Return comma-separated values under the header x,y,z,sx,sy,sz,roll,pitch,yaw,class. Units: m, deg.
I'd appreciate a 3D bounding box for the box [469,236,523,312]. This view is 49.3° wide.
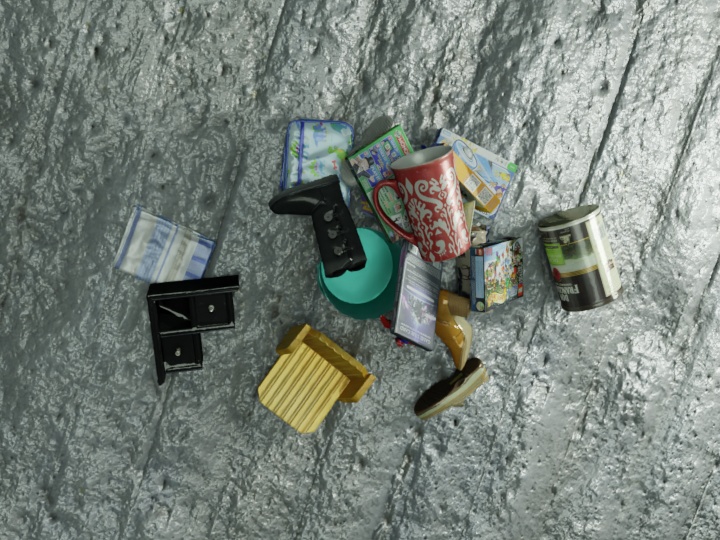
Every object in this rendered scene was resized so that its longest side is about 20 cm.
x,y,z,sx,sy,sz,roll,pitch,yaw,class
0.306,0.006,1.750,0.037,0.198,0.141,2,100,36,box

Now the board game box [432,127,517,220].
x,y,z,sx,sy,sz,roll,pitch,yaw,class
0.241,-0.217,1.778,0.196,0.034,0.138,23,94,-10,board game box

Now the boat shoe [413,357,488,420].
x,y,z,sx,sy,sz,roll,pitch,yaw,class
0.219,0.294,1.832,0.198,0.072,0.077,-35,117,0,boat shoe

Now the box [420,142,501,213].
x,y,z,sx,sy,sz,roll,pitch,yaw,class
0.211,-0.209,1.696,0.041,0.119,0.200,-44,101,1,box

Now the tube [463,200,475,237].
x,y,z,sx,sy,sz,roll,pitch,yaw,class
0.213,-0.117,1.704,0.051,0.200,0.059,-34,102,-4,tube

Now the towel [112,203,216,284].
x,y,z,sx,sy,sz,roll,pitch,yaw,class
-0.430,-0.037,1.716,0.196,0.024,0.150,24,95,-10,towel

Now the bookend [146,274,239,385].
x,y,z,sx,sy,sz,roll,pitch,yaw,class
-0.353,0.127,1.705,0.193,0.092,0.206,-5,106,-9,bookend

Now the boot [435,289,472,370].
x,y,z,sx,sy,sz,roll,pitch,yaw,class
0.182,0.128,1.797,0.141,0.071,0.206,13,126,22,boot

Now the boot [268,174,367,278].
x,y,z,sx,sy,sz,roll,pitch,yaw,class
-0.089,-0.078,1.619,0.161,0.066,0.205,-20,79,3,boot

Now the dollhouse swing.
x,y,z,sx,sy,sz,roll,pitch,yaw,class
-0.111,0.253,1.734,0.199,0.181,0.178,39,71,-11,dollhouse swing

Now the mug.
x,y,z,sx,sy,sz,roll,pitch,yaw,class
0.132,-0.131,1.590,0.133,0.174,0.205,-37,115,-46,mug

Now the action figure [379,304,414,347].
x,y,z,sx,sy,sz,roll,pitch,yaw,class
0.097,0.134,1.740,0.065,0.200,0.052,-43,65,-1,action figure

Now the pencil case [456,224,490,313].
x,y,z,sx,sy,sz,roll,pitch,yaw,class
0.264,-0.002,1.788,0.087,0.077,0.206,-8,99,-23,pencil case

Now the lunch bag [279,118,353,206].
x,y,z,sx,sy,sz,roll,pitch,yaw,class
-0.095,-0.225,1.709,0.156,0.082,0.206,5,96,-6,lunch bag

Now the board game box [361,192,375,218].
x,y,z,sx,sy,sz,roll,pitch,yaw,class
0.098,-0.153,1.711,0.197,0.039,0.159,21,121,-34,board game box

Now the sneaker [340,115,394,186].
x,y,z,sx,sy,sz,roll,pitch,yaw,class
0.027,-0.239,1.690,0.202,0.072,0.083,-55,145,-29,sneaker

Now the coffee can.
x,y,z,sx,sy,sz,roll,pitch,yaw,class
0.501,-0.029,1.784,0.143,0.146,0.205,-20,99,-4,coffee can

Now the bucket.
x,y,z,sx,sy,sz,roll,pitch,yaw,class
0.000,0.000,1.723,0.201,0.135,0.214,-1,97,-7,bucket

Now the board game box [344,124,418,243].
x,y,z,sx,sy,sz,roll,pitch,yaw,class
0.070,-0.178,1.625,0.133,0.029,0.203,-32,106,-11,board game box

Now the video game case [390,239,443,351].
x,y,z,sx,sy,sz,roll,pitch,yaw,class
0.122,0.054,1.671,0.142,0.019,0.205,28,65,-46,video game case
